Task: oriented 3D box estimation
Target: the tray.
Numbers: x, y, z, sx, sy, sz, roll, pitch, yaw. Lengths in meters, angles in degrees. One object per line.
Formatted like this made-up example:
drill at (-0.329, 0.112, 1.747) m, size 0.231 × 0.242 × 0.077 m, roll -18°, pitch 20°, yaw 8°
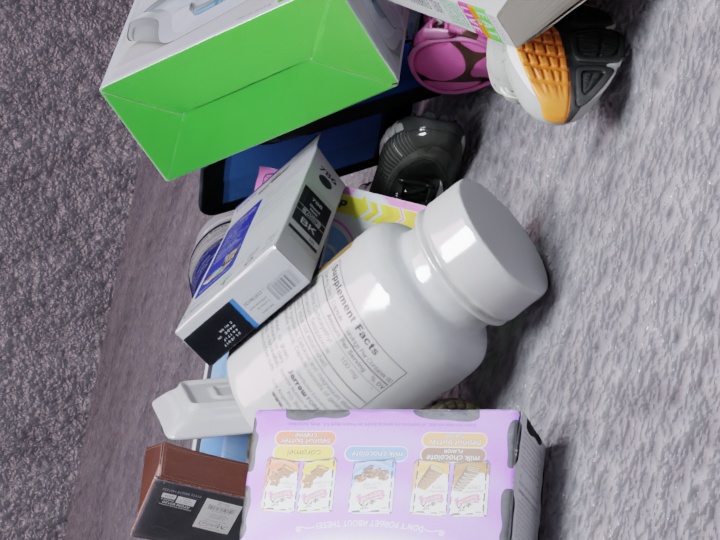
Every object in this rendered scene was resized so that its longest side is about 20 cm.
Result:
tray at (-0.050, 0.093, 1.220) m, size 0.107 × 0.197 × 0.022 m, roll -143°, pitch 50°, yaw -73°

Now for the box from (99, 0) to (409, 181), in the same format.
box at (-0.068, -0.180, 1.208) m, size 0.198 × 0.097 × 0.178 m, roll -20°, pitch 35°, yaw 24°

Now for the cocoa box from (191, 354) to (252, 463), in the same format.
cocoa box at (-0.059, 0.113, 1.352) m, size 0.131 × 0.132 × 0.202 m, roll 136°, pitch 145°, yaw -64°

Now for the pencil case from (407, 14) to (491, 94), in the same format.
pencil case at (0.081, -0.236, 1.222) m, size 0.090 × 0.093 × 0.202 m, roll -9°, pitch 64°, yaw 31°

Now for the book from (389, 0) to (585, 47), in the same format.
book at (0.094, -0.207, 1.036) m, size 0.133 × 0.048 × 0.200 m, roll -40°, pitch 27°, yaw -5°

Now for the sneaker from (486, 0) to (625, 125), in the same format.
sneaker at (0.118, -0.134, 1.064) m, size 0.201 × 0.075 × 0.093 m, roll -86°, pitch 9°, yaw -56°

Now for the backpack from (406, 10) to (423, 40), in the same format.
backpack at (-0.045, -0.219, 1.458) m, size 0.147 × 0.198 × 0.185 m, roll -174°, pitch 98°, yaw -75°

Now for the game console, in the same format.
game console at (-0.019, -0.102, 1.322) m, size 0.170 × 0.198 × 0.120 m, roll 31°, pitch 135°, yaw 58°

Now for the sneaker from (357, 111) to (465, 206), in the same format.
sneaker at (0.035, -0.048, 1.289) m, size 0.200 × 0.066 × 0.092 m, roll 125°, pitch 150°, yaw -62°

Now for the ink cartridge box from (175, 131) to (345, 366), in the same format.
ink cartridge box at (-0.063, -0.019, 1.148) m, size 0.099 × 0.039 × 0.201 m, roll -40°, pitch 15°, yaw 24°

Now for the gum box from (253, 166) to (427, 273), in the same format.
gum box at (0.000, 0.000, 1.211) m, size 0.199 × 0.066 × 0.115 m, roll 16°, pitch 94°, yaw 43°

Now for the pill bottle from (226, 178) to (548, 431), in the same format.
pill bottle at (0.018, 0.036, 1.072) m, size 0.199 × 0.114 × 0.115 m, roll -39°, pitch 31°, yaw 22°

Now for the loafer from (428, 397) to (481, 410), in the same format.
loafer at (0.043, 0.183, 1.053) m, size 0.068 × 0.075 × 0.202 m, roll 132°, pitch 157°, yaw -63°

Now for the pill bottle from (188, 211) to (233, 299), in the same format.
pill bottle at (-0.115, 0.014, 1.677) m, size 0.200 × 0.114 × 0.117 m, roll -114°, pitch 40°, yaw -67°

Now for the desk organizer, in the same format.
desk organizer at (-0.057, 0.160, 1.185) m, size 0.078 × 0.198 × 0.072 m, roll -89°, pitch 19°, yaw -44°

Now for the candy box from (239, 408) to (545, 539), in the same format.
candy box at (0.014, 0.186, 0.958) m, size 0.072 × 0.166 × 0.202 m, roll 50°, pitch -137°, yaw -60°
